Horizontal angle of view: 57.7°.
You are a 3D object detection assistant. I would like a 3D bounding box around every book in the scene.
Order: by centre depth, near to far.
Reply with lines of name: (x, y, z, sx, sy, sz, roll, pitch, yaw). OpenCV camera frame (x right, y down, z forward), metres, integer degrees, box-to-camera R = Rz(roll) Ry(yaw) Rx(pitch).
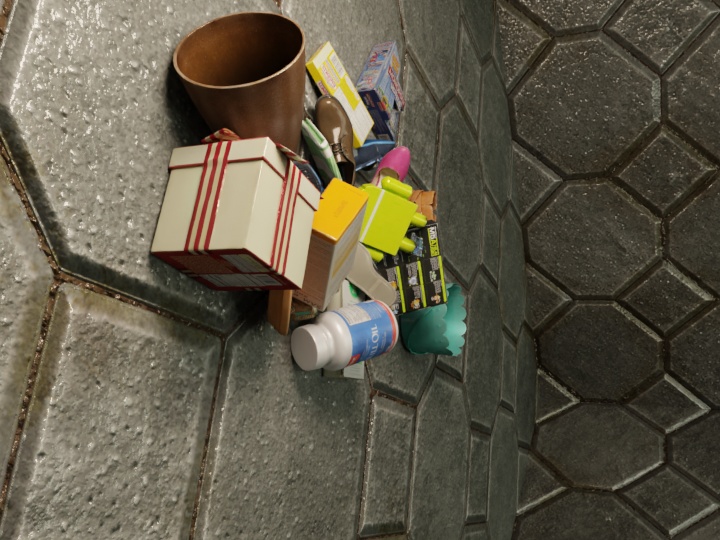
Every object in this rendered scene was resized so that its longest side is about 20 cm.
book: (-0.029, 0.128, 1.394, 0.133, 0.048, 0.202, 25, 63, -65)

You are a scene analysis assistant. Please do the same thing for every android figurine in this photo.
android figurine: (0.042, -0.112, 1.416, 0.183, 0.199, 0.041, -67, -160, 10)

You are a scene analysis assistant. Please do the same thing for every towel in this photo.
towel: (-0.060, -0.180, 1.259, 0.153, 0.023, 0.201, -125, -167, -54)

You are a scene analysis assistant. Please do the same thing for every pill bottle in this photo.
pill bottle: (-0.032, 0.128, 1.251, 0.199, 0.112, 0.113, -13, 102, -41)

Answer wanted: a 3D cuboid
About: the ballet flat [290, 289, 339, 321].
ballet flat: (-0.075, 0.039, 1.261, 0.200, 0.065, 0.071, -55, 139, -53)

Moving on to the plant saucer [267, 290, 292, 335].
plant saucer: (-0.130, 0.005, 1.083, 0.200, 0.037, 0.202, -175, -90, -83)

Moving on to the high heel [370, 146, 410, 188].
high heel: (0.045, -0.179, 1.436, 0.067, 0.200, 0.096, 34, 36, -10)

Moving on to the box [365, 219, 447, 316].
box: (0.095, 0.001, 1.506, 0.048, 0.192, 0.201, -134, -149, -68)

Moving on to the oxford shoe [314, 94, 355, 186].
oxford shoe: (-0.043, -0.251, 1.310, 0.085, 0.072, 0.201, -103, 177, -65)

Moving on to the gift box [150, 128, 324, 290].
gift box: (-0.156, -0.081, 0.938, 0.185, 0.199, 0.188, 49, 44, -62)

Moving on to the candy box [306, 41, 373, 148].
candy box: (-0.039, -0.362, 1.354, 0.201, 0.026, 0.102, 57, 37, -27)

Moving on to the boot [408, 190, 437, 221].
boot: (0.104, -0.101, 1.553, 0.077, 0.154, 0.201, 53, 42, -60)

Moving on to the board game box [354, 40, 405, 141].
board game box: (0.061, -0.444, 1.591, 0.200, 0.061, 0.201, 52, 44, -53)

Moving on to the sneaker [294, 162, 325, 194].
sneaker: (-0.092, -0.138, 1.253, 0.079, 0.066, 0.201, -103, 167, -52)

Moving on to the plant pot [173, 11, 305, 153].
plant pot: (-0.160, -0.248, 0.985, 0.201, 0.186, 0.188, 82, 21, -51)

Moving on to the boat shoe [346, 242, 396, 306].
boat shoe: (0.000, 0.000, 1.409, 0.073, 0.063, 0.200, -44, 116, -6)

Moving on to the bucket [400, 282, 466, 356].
bucket: (0.200, 0.135, 1.786, 0.207, 0.134, 0.209, -2, 90, -65)

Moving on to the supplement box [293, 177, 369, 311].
supplement box: (-0.057, -0.042, 1.134, 0.126, 0.073, 0.201, -57, 168, -38)

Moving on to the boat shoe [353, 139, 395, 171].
boat shoe: (0.007, -0.256, 1.468, 0.199, 0.084, 0.069, -21, 117, -47)
